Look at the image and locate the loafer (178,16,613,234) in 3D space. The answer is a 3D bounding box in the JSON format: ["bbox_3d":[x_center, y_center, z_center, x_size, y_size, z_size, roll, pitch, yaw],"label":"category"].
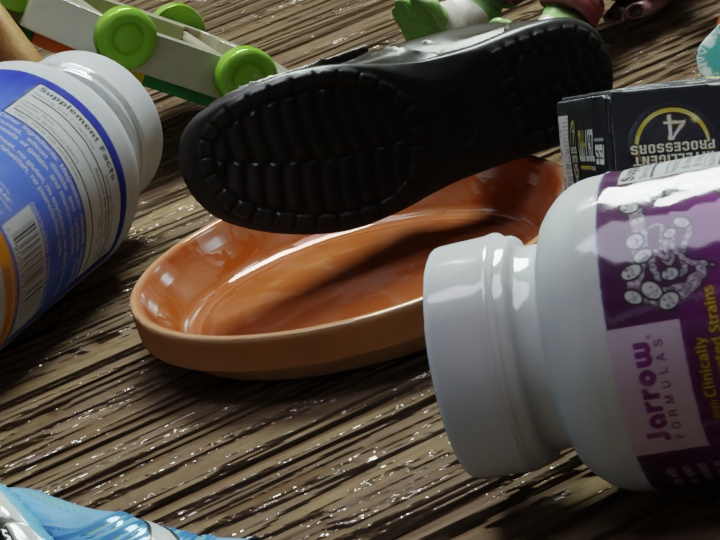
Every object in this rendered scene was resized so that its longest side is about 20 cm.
[{"bbox_3d":[0.012,-0.065,1.316,0.200,0.073,0.071,-13,12,-17],"label":"loafer"}]

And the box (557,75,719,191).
[{"bbox_3d":[0.165,-0.054,1.156,0.161,0.049,0.200,-6,2,-2],"label":"box"}]

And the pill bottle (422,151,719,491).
[{"bbox_3d":[0.127,0.015,1.014,0.200,0.112,0.112,-11,19,14],"label":"pill bottle"}]

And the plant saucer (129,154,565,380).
[{"bbox_3d":[0.000,0.000,1.283,0.200,0.032,0.200,-15,19,5],"label":"plant saucer"}]

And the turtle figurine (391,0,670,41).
[{"bbox_3d":[0.108,-0.194,1.531,0.194,0.144,0.200,-48,-10,-28],"label":"turtle figurine"}]

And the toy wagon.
[{"bbox_3d":[-0.133,-0.130,1.584,0.200,0.040,0.155,17,8,-22],"label":"toy wagon"}]

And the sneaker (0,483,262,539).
[{"bbox_3d":[-0.071,0.118,0.978,0.090,0.079,0.200,-5,15,-31],"label":"sneaker"}]

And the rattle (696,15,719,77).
[{"bbox_3d":[0.243,-0.166,1.407,0.200,0.143,0.130,6,47,35],"label":"rattle"}]

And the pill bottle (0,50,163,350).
[{"bbox_3d":[-0.172,-0.032,1.384,0.112,0.112,0.200,-6,21,26],"label":"pill bottle"}]

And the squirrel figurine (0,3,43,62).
[{"bbox_3d":[-0.287,-0.093,1.518,0.187,0.200,0.141,-35,6,-31],"label":"squirrel figurine"}]
